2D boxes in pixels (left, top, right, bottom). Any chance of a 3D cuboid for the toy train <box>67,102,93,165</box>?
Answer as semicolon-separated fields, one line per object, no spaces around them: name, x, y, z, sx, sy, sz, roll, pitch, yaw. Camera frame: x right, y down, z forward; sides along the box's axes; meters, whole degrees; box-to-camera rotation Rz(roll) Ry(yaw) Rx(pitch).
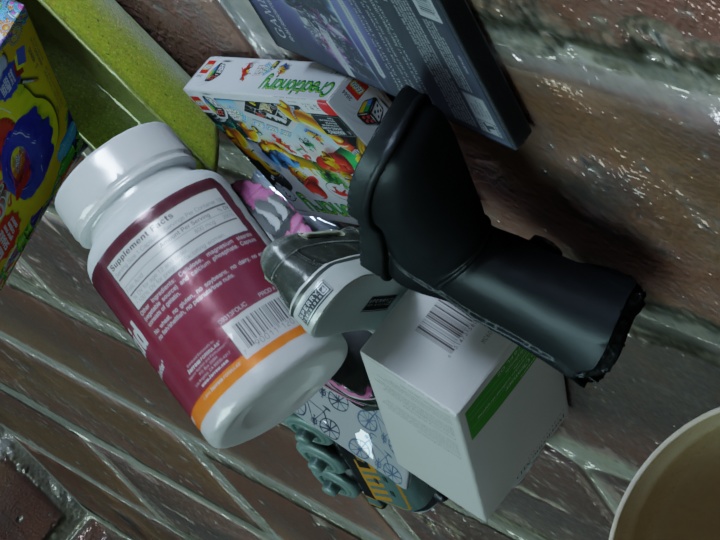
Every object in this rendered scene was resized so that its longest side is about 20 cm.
toy train;-0.277;-0.158;1.783;0.200;0.085;0.114;48;151;-19

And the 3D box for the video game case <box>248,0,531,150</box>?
video game case;-0.004;-0.147;1.277;0.200;0.019;0.143;28;160;40

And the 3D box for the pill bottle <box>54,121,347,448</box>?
pill bottle;-0.109;0.007;1.531;0.200;0.114;0.114;53;168;15

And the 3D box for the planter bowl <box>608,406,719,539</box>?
planter bowl;0.253;0.174;1.293;0.200;0.201;0.135;32;-170;27

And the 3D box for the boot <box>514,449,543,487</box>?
boot;0.052;0.081;1.709;0.200;0.074;0.096;35;154;2

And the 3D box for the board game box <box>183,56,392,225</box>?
board game box;-0.021;-0.080;1.468;0.126;0.035;0.200;47;163;-25

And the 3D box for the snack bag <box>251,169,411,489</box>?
snack bag;-0.020;0.044;1.679;0.188;0.021;0.201;35;138;20

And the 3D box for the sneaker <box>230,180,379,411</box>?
sneaker;-0.045;0.029;1.624;0.200;0.080;0.086;51;168;22

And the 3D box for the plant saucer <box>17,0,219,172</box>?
plant saucer;-0.189;-0.148;1.650;0.200;0.048;0.200;45;164;-18

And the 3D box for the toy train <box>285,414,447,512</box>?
toy train;0.010;0.140;1.904;0.114;0.085;0.200;22;159;23

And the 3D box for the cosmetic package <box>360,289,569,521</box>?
cosmetic package;0.073;0.075;1.545;0.085;0.108;0.200;32;164;22

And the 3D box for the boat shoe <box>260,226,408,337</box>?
boat shoe;0.000;0.000;1.495;0.064;0.071;0.200;45;-165;18

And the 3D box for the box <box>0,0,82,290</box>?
box;-0.310;-0.079;1.632;0.122;0.193;0.200;21;160;15

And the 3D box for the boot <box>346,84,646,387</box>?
boot;0.082;-0.015;1.300;0.168;0.077;0.200;26;161;12
